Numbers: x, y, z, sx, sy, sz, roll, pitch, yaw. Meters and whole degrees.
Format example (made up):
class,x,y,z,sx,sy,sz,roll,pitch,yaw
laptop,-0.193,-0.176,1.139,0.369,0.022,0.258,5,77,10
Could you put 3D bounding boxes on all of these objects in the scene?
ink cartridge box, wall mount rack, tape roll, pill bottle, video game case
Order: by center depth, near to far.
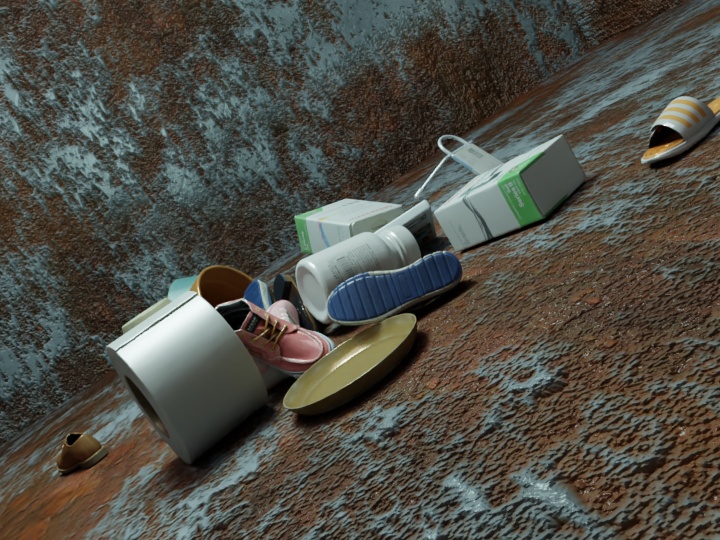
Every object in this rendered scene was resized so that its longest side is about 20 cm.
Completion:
class,x,y,z,sx,sy,sz,roll,pitch,yaw
tape roll,-0.246,0.151,1.070,0.139,0.204,0.202,-37,9,-24
ink cartridge box,0.236,-0.120,1.211,0.146,0.085,0.199,-39,10,-37
pill bottle,0.000,0.000,1.277,0.199,0.115,0.114,-25,4,-26
wall mount rack,0.205,-0.165,1.415,0.173,0.199,0.075,-35,-28,-37
video game case,0.053,-0.045,1.433,0.199,0.023,0.182,-33,-17,0
ink cartridge box,-0.019,-0.085,1.554,0.144,0.089,0.199,-22,19,-34

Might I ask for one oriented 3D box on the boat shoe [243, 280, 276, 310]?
class,x,y,z,sx,sy,sz,roll,pitch,yaw
boat shoe,-0.169,0.097,1.415,0.072,0.072,0.201,-44,34,23

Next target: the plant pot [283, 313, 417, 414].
class,x,y,z,sx,sy,sz,roll,pitch,yaw
plant pot,-0.008,0.122,0.950,0.199,0.028,0.200,-33,8,5

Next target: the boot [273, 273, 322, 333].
class,x,y,z,sx,sy,sz,roll,pitch,yaw
boot,-0.083,0.065,1.358,0.096,0.075,0.200,4,28,-28

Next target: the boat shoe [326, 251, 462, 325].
class,x,y,z,sx,sy,sz,roll,pitch,yaw
boat shoe,0.051,0.036,1.065,0.198,0.073,0.072,-17,-19,8

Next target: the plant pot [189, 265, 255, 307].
class,x,y,z,sx,sy,sz,roll,pitch,yaw
plant pot,-0.274,0.110,1.503,0.140,0.200,0.200,-46,2,26

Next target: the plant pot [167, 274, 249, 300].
class,x,y,z,sx,sy,sz,roll,pitch,yaw
plant pot,-0.308,0.093,1.677,0.159,0.203,0.201,-17,12,12

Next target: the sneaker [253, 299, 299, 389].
class,x,y,z,sx,sy,sz,roll,pitch,yaw
sneaker,-0.114,0.108,1.211,0.104,0.076,0.201,-28,24,28

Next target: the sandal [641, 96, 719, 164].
class,x,y,z,sx,sy,sz,roll,pitch,yaw
sandal,0.452,-0.215,1.039,0.206,0.060,0.079,-36,9,-19

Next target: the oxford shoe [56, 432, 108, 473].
class,x,y,z,sx,sy,sz,roll,pitch,yaw
oxford shoe,-0.583,0.366,1.547,0.199,0.072,0.071,-27,12,45

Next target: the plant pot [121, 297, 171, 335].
class,x,y,z,sx,sy,sz,roll,pitch,yaw
plant pot,-0.324,0.157,1.328,0.186,0.201,0.187,-32,8,5

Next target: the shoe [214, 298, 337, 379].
class,x,y,z,sx,sy,sz,roll,pitch,yaw
shoe,-0.130,0.097,1.085,0.198,0.091,0.072,11,67,37
